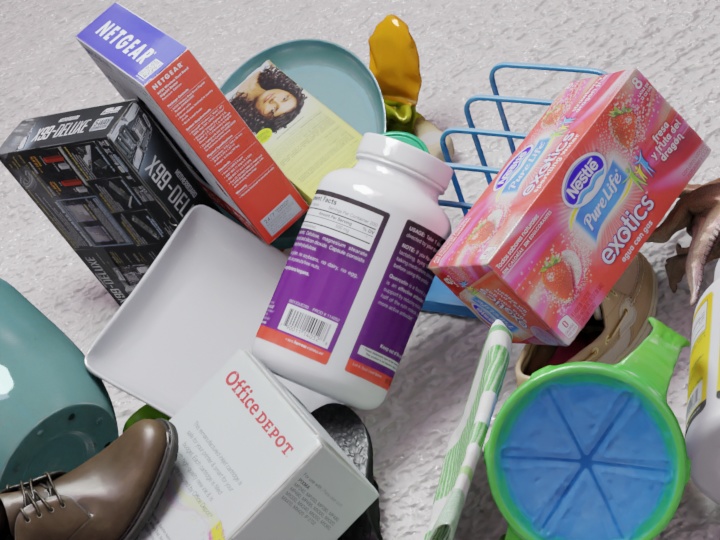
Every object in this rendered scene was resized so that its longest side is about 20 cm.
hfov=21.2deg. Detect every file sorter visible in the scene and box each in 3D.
[{"bbox_3d":[0.131,-0.068,1.620,0.138,0.123,0.200,8,46,35],"label":"file sorter"}]

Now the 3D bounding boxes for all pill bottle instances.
[{"bbox_3d":[0.000,0.000,1.497,0.112,0.112,0.201,19,84,41],"label":"pill bottle"},{"bbox_3d":[0.292,0.069,1.374,0.112,0.113,0.200,-7,39,19],"label":"pill bottle"}]

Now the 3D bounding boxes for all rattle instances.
[{"bbox_3d":[-0.018,-0.114,1.744,0.199,0.143,0.130,-28,55,-18],"label":"rattle"}]

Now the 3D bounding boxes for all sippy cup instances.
[{"bbox_3d":[0.162,0.122,1.343,0.177,0.140,0.130,-21,2,13],"label":"sippy cup"}]

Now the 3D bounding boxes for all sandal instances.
[{"bbox_3d":[-0.014,0.190,1.438,0.075,0.048,0.201,-19,50,8],"label":"sandal"}]

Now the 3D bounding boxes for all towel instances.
[{"bbox_3d":[0.067,0.149,1.366,0.023,0.153,0.200,19,45,4],"label":"towel"}]

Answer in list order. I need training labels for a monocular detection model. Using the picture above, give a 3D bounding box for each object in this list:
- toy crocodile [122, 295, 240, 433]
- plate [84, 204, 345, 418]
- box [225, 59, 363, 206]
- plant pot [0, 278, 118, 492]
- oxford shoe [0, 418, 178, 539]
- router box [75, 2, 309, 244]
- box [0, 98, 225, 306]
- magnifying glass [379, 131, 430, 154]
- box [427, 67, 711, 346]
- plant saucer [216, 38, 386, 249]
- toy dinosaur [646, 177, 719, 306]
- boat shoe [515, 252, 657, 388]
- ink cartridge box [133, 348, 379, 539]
[{"bbox_3d":[-0.120,0.084,1.611,0.067,0.062,0.200,38,56,6],"label":"toy crocodile"},{"bbox_3d":[-0.098,0.065,1.570,0.200,0.032,0.200,31,52,1],"label":"plate"},{"bbox_3d":[-0.048,-0.106,1.649,0.075,0.050,0.200,-42,44,-8],"label":"box"},{"bbox_3d":[-0.289,0.126,1.536,0.161,0.201,0.200,30,59,33],"label":"plant pot"},{"bbox_3d":[-0.213,0.175,1.380,0.200,0.084,0.073,-45,38,0],"label":"oxford shoe"},{"bbox_3d":[-0.144,-0.127,1.625,0.049,0.180,0.200,-41,29,-7],"label":"router box"},{"bbox_3d":[-0.201,-0.052,1.676,0.157,0.200,0.050,-5,42,44],"label":"box"},{"bbox_3d":[-0.004,-0.038,1.619,0.079,0.022,0.200,16,58,27],"label":"magnifying glass"},{"bbox_3d":[0.159,-0.048,1.465,0.200,0.095,0.103,-52,18,-16],"label":"box"},{"bbox_3d":[-0.060,-0.111,1.737,0.199,0.027,0.201,-10,69,26],"label":"plant saucer"},{"bbox_3d":[0.295,-0.051,1.515,0.135,0.086,0.200,-20,16,28],"label":"toy dinosaur"},{"bbox_3d":[0.177,0.041,1.503,0.073,0.069,0.200,4,43,30],"label":"boat shoe"},{"bbox_3d":[-0.104,0.179,1.411,0.200,0.083,0.146,-45,39,0],"label":"ink cartridge box"}]
